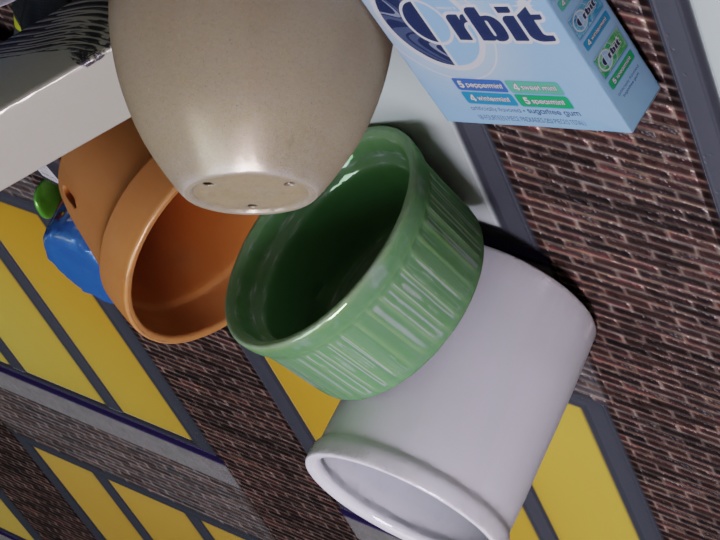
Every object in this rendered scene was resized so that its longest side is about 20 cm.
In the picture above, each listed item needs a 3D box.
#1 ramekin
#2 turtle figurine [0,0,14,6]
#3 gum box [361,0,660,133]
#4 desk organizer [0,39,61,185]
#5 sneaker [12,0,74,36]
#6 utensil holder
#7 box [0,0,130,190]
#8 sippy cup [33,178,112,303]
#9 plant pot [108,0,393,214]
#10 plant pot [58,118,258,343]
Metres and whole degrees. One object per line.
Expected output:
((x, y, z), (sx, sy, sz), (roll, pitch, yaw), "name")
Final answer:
((0.000, 0.000, 1.663), (0.098, 0.201, 0.199), (38, 158, -29), "ramekin")
((-0.176, -0.241, 1.462), (0.192, 0.200, 0.145), (7, 118, 8), "turtle figurine")
((0.076, -0.174, 1.406), (0.169, 0.045, 0.200), (8, 146, 48), "gum box")
((-0.288, -0.138, 1.904), (0.199, 0.077, 0.072), (26, 164, 33), "desk organizer")
((-0.246, -0.201, 1.782), (0.200, 0.074, 0.085), (-178, 79, -75), "sneaker")
((0.075, 0.100, 1.715), (0.169, 0.201, 0.170), (25, 162, 9), "utensil holder")
((-0.214, -0.148, 1.652), (0.069, 0.199, 0.082), (59, -178, -44), "box")
((-0.206, -0.047, 1.930), (0.139, 0.131, 0.178), (40, 156, -14), "sippy cup")
((-0.075, -0.115, 1.498), (0.198, 0.136, 0.200), (0, 163, 0), "plant pot")
((-0.150, -0.062, 1.771), (0.140, 0.200, 0.201), (40, 163, 30), "plant pot")
